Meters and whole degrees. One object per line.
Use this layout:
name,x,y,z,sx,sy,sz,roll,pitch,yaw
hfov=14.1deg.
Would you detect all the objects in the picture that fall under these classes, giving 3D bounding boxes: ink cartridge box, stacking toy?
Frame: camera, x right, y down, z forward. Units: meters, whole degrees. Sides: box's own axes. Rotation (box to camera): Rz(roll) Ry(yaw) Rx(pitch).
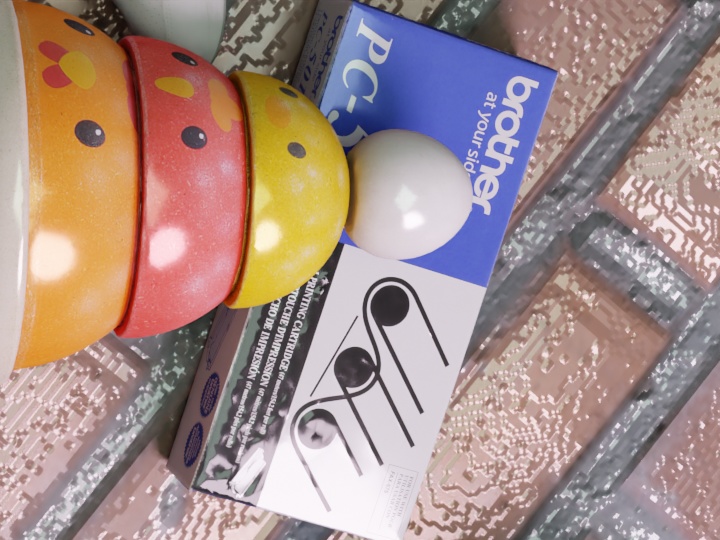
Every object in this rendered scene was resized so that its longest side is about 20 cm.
ink cartridge box,0.000,0.000,1.152,0.094,0.044,0.201,16,94,-21
stacking toy,-0.056,-0.033,1.073,0.199,0.146,0.147,-1,100,-15

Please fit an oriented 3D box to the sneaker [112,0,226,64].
sneaker,-0.111,-0.151,1.064,0.080,0.070,0.201,-33,122,-16
